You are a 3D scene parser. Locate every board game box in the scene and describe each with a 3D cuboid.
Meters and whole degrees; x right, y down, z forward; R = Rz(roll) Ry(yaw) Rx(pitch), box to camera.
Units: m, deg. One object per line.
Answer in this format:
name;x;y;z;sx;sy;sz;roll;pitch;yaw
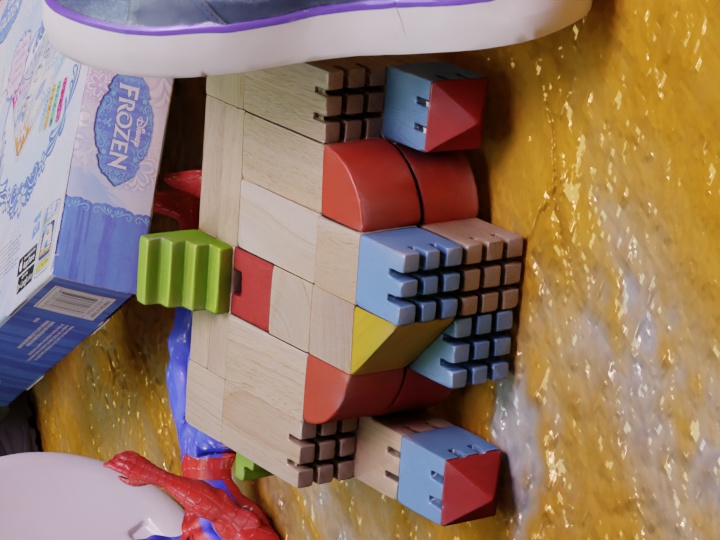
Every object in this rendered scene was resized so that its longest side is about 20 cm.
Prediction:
board game box;-0.131;-0.059;1.226;0.200;0.043;0.200;146;134;-62

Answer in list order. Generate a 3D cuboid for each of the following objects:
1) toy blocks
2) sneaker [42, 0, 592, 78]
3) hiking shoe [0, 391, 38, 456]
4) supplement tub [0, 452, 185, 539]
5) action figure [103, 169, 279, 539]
toy blocks;0.000;0.000;0.971;0.136;0.100;0.201;24;115;50
sneaker;-0.024;-0.144;0.882;0.199;0.081;0.147;0;116;24
hiking shoe;-0.217;0.108;1.427;0.200;0.100;0.076;-121;37;-45
supplement tub;-0.148;0.195;1.234;0.201;0.144;0.145;110;146;-41
action figure;-0.088;0.064;1.150;0.065;0.098;0.201;-25;73;63
